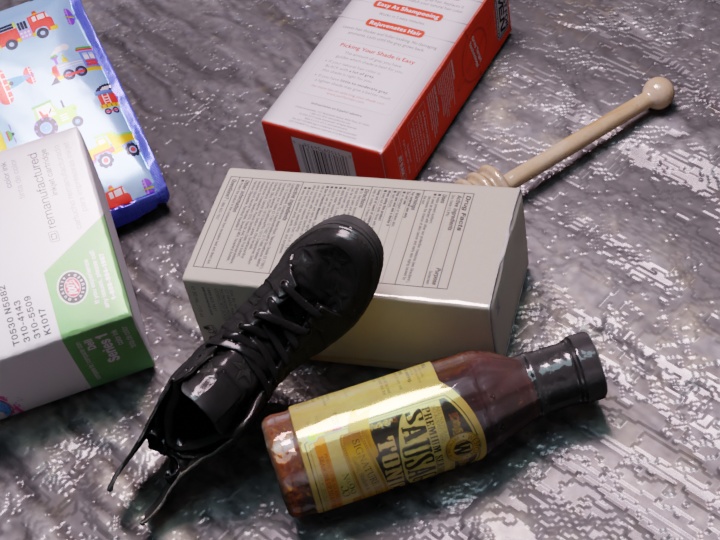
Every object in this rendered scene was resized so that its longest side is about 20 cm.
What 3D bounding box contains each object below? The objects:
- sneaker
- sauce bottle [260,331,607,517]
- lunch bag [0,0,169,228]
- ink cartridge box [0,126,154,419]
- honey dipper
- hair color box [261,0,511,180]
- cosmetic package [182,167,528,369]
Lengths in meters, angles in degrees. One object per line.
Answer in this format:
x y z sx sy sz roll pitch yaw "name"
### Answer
-0.066 0.057 0.868 0.060 0.200 0.104 43 30 -4 "sneaker"
0.044 0.083 0.867 0.198 0.066 0.066 -19 47 -2 "sauce bottle"
-0.235 -0.087 1.076 0.149 0.095 0.201 -22 57 -12 "lunch bag"
-0.249 0.016 0.956 0.198 0.084 0.146 -19 65 -5 "ink cartridge box"
0.136 -0.079 1.016 0.199 0.038 0.038 -29 49 -19 "honey dipper"
0.023 -0.142 1.077 0.101 0.062 0.201 17 55 25 "hair color box"
0.000 0.000 0.947 0.198 0.072 0.106 6 50 18 "cosmetic package"
